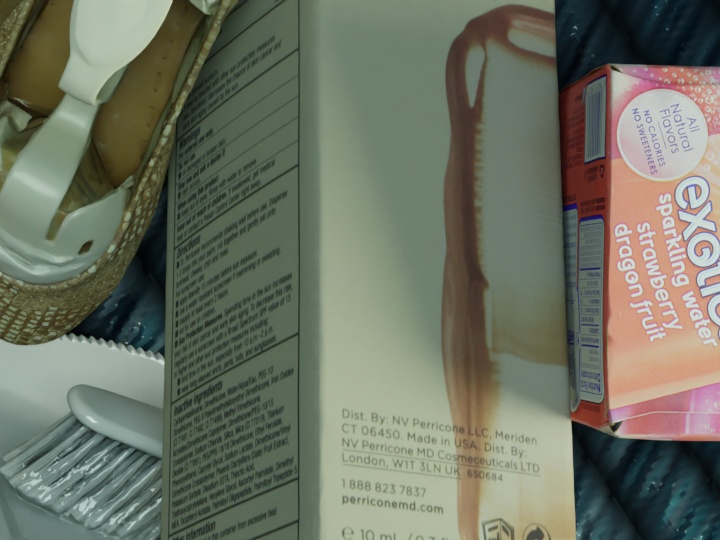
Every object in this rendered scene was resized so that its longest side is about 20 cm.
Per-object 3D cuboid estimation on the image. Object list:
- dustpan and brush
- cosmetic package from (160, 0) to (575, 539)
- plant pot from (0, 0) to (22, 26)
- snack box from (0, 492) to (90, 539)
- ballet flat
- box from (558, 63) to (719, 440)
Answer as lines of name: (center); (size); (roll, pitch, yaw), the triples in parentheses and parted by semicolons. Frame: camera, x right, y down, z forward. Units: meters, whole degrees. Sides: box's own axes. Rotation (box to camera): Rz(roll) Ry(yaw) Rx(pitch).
dustpan and brush: (-0.037, 0.067, 0.789); (0.199, 0.140, 0.057); (19, 112, -31)
cosmetic package: (0.000, 0.000, 0.714); (0.087, 0.103, 0.201); (9, 70, -28)
plant pot: (-0.169, -0.015, 0.738); (0.027, 0.200, 0.200); (38, 87, 23)
snack box: (-0.105, 0.190, 0.791); (0.168, 0.068, 0.201); (28, 89, -3)
ballet flat: (-0.082, -0.052, 0.707); (0.070, 0.065, 0.201); (24, 117, 0)
box: (0.103, -0.003, 0.740); (0.094, 0.200, 0.103); (1, 88, -4)
